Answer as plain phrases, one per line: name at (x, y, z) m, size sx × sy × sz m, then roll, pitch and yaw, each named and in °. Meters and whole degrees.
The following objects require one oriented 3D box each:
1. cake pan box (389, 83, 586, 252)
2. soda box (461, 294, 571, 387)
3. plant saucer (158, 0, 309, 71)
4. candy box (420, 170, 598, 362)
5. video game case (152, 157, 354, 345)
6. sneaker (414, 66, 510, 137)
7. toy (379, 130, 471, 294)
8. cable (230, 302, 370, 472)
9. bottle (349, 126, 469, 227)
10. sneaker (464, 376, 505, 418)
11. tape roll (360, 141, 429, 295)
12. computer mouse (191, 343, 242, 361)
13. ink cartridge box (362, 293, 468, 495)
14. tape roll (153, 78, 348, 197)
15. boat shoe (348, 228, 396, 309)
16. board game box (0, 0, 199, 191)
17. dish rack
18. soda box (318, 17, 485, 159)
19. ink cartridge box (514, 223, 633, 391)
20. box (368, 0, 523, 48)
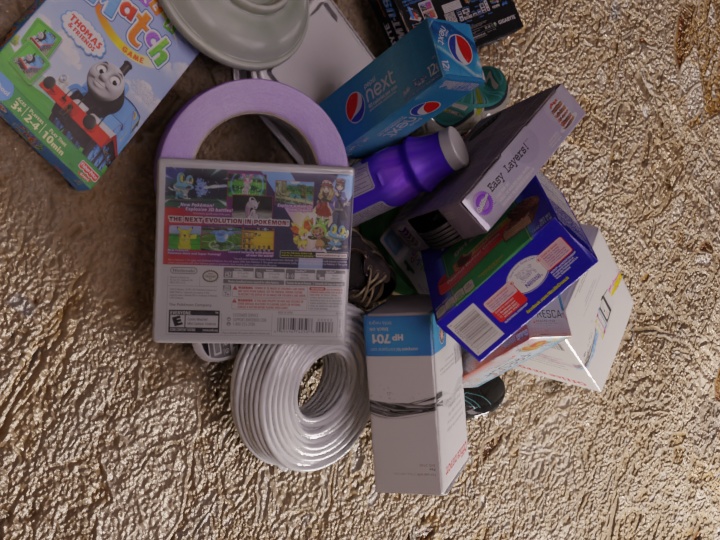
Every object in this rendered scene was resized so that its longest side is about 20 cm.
cake pan box at (0.136, -0.109, 1.195) m, size 0.052 × 0.184 × 0.200 m, roll 45°, pitch 69°, yaw -10°
soda box at (0.162, 0.081, 1.270) m, size 0.063 × 0.200 × 0.069 m, roll 0°, pitch 68°, yaw -30°
plant saucer at (-0.125, -0.312, 1.118) m, size 0.199 × 0.050 × 0.203 m, roll 14°, pitch 68°, yaw -36°
candy box at (0.156, -0.020, 1.173) m, size 0.169 × 0.200 × 0.077 m, roll -42°, pitch 108°, yaw 16°
video game case at (-0.108, -0.017, 1.078) m, size 0.197 × 0.023 × 0.185 m, roll 2°, pitch 98°, yaw -12°
sneaker at (0.130, -0.223, 1.333) m, size 0.200 × 0.077 × 0.081 m, roll -40°, pitch 129°, yaw -50°
toy at (0.119, -0.069, 1.314) m, size 0.115 × 0.047 × 0.201 m, roll 51°, pitch 61°, yaw -28°
cable at (-0.058, 0.123, 1.187) m, size 0.200 × 0.069 × 0.201 m, roll 41°, pitch 73°, yaw -48°
bottle at (0.024, -0.099, 1.192) m, size 0.083 × 0.199 × 0.066 m, roll -19°, pitch 86°, yaw -66°
sneaker at (0.112, 0.155, 1.365) m, size 0.199 × 0.075 × 0.080 m, roll -13°, pitch 99°, yaw -40°
tape roll at (0.088, -0.065, 1.349) m, size 0.199 × 0.048 × 0.203 m, roll -2°, pitch 94°, yaw -40°
computer mouse at (-0.119, 0.044, 1.185) m, size 0.199 × 0.044 × 0.111 m, roll -16°, pitch 108°, yaw -44°
ink cartridge box at (0.066, 0.136, 1.215) m, size 0.146 × 0.085 × 0.203 m, roll -23°, pitch 111°, yaw -72°
tape roll at (-0.114, -0.097, 1.114) m, size 0.198 × 0.066 × 0.203 m, roll -2°, pitch 99°, yaw -15°
boat shoe at (0.000, 0.000, 1.200) m, size 0.075 × 0.073 × 0.200 m, roll -55°, pitch 166°, yaw 11°
board game box at (-0.265, -0.204, 1.048) m, size 0.151 × 0.036 × 0.201 m, roll 47°, pitch 63°, yaw -31°
dish rack at (-0.041, -0.214, 1.235) m, size 0.200 × 0.043 × 0.172 m, roll 49°, pitch 64°, yaw -30°
soda box at (0.039, -0.189, 1.140) m, size 0.064 × 0.199 × 0.069 m, roll -3°, pitch 72°, yaw -40°
ink cartridge box at (0.249, 0.041, 1.397) m, size 0.146 × 0.146 × 0.200 m, roll -63°, pitch 143°, yaw -18°
box at (0.091, -0.359, 1.311) m, size 0.199 × 0.050 × 0.200 m, roll -29°, pitch 96°, yaw -37°
